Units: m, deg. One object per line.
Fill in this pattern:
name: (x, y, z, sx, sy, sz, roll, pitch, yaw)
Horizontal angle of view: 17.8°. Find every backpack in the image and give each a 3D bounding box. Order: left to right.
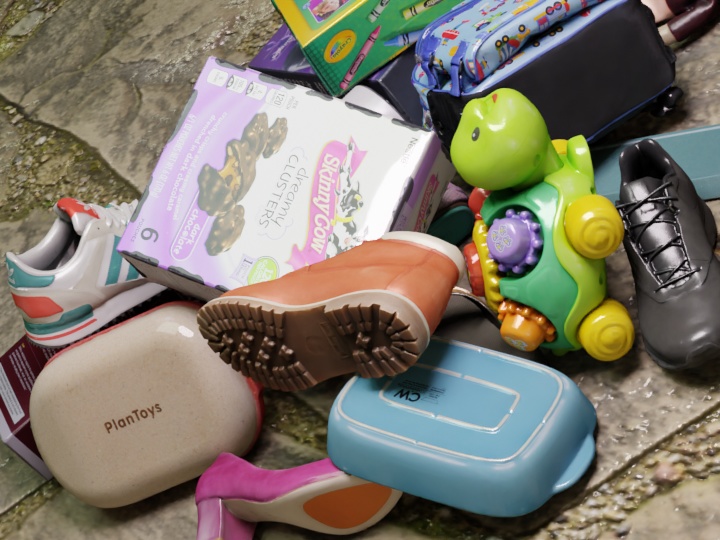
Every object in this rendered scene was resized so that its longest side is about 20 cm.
backpack: (0.122, -0.154, 1.756, 0.182, 0.135, 0.200, -31, 19, -11)

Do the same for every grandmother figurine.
grandmother figurine: (0.250, -0.224, 1.807, 0.199, 0.060, 0.122, -5, 72, 40)

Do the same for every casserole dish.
casserole dish: (0.063, 0.096, 1.536, 0.199, 0.039, 0.121, 14, 50, 33)

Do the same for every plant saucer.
plant saucer: (0.203, -0.073, 1.693, 0.199, 0.019, 0.070, -8, 43, 40)

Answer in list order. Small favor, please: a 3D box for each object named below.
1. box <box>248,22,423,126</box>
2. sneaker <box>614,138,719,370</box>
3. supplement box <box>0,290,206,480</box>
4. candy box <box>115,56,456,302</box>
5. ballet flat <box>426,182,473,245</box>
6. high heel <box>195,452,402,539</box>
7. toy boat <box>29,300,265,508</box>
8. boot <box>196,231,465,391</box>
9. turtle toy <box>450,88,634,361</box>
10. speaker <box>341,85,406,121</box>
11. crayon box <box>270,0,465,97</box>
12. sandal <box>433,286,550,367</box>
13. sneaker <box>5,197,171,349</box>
box: (0.028, -0.179, 1.933, 0.199, 0.105, 0.148, 10, 55, 52)
sneaker: (0.204, -0.012, 1.542, 0.075, 0.091, 0.201, -25, 34, 10)
supplement box: (-0.214, 0.064, 1.882, 0.200, 0.061, 0.109, -43, 34, 3)
candy box: (-0.053, -0.047, 1.700, 0.199, 0.072, 0.169, 20, 77, 24)
ballet flat: (0.000, 0.000, 1.758, 0.200, 0.069, 0.071, -44, 55, -13)
high heel: (-0.041, 0.144, 1.629, 0.199, 0.067, 0.097, -30, 38, 38)
toy boat: (-0.157, 0.097, 1.785, 0.199, 0.131, 0.131, -23, 4, 24)
boot: (-0.019, 0.023, 1.590, 0.199, 0.075, 0.107, -4, 35, 36)
turtle toy: (0.118, -0.030, 1.564, 0.100, 0.202, 0.146, -11, 24, -3)
speaker: (-0.045, -0.049, 1.796, 0.200, 0.081, 0.081, -45, 31, -11)
crayon box: (0.031, -0.238, 1.847, 0.199, 0.058, 0.119, -36, 31, 4)
sandal: (0.063, 0.048, 1.649, 0.082, 0.055, 0.200, -43, 31, -7)
sneaker: (-0.190, -0.025, 1.801, 0.199, 0.094, 0.070, -33, 35, -18)
